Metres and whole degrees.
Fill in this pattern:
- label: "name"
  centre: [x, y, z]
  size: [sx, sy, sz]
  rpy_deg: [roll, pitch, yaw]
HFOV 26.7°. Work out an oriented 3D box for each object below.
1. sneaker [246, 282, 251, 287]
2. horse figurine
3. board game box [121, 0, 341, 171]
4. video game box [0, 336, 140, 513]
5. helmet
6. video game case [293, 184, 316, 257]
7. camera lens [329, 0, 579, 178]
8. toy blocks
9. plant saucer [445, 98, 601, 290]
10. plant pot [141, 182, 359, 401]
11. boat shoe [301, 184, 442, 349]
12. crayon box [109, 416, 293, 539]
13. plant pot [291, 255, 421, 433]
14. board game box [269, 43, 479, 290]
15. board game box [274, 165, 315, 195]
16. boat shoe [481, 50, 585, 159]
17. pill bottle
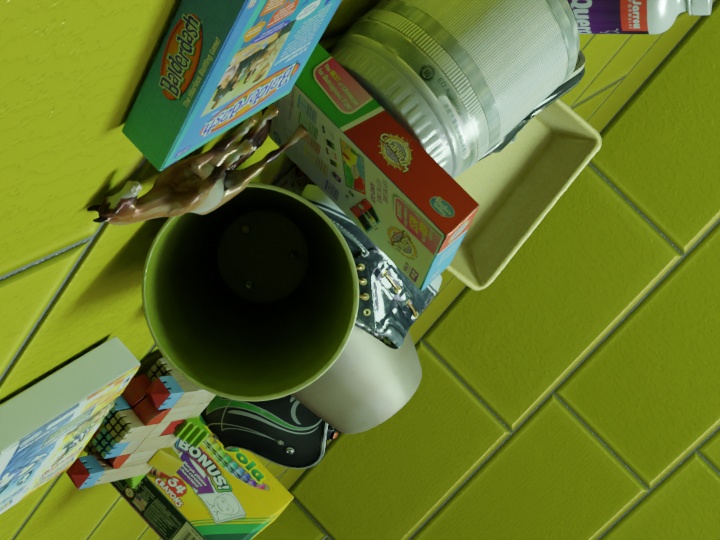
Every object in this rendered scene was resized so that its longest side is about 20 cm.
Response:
- label: "sneaker"
  centre: [-0.139, 0.045, 1.560]
  size: [0.070, 0.093, 0.200]
  rpy_deg: [-48, 171, 19]
- label: "horse figurine"
  centre: [-0.118, -0.081, 1.205]
  size: [0.132, 0.050, 0.200]
  rpy_deg: [-35, -179, 19]
- label: "board game box"
  centre: [-0.071, -0.172, 1.038]
  size: [0.152, 0.045, 0.200]
  rpy_deg: [-38, 168, -43]
- label: "video game box"
  centre: [-0.319, 0.167, 1.444]
  size: [0.182, 0.047, 0.200]
  rpy_deg: [-49, 171, 37]
- label: "helmet"
  centre: [-0.103, 0.128, 1.809]
  size: [0.200, 0.189, 0.202]
  rpy_deg: [17, 90, -77]
- label: "video game case"
  centre: [-0.003, -0.097, 1.569]
  size: [0.143, 0.019, 0.200]
  rpy_deg: [-42, 169, -24]
- label: "camera lens"
  centre: [0.079, -0.182, 1.319]
  size: [0.200, 0.160, 0.160]
  rpy_deg: [-42, 171, -19]
- label: "toy blocks"
  centre: [-0.247, 0.166, 1.673]
  size: [0.200, 0.100, 0.136]
  rpy_deg: [-48, 160, 20]
- label: "plant saucer"
  centre: [0.104, -0.113, 1.491]
  size: [0.200, 0.199, 0.048]
  rpy_deg: [-51, -155, 6]
- label: "plant pot"
  centre: [-0.093, 0.004, 1.386]
  size: [0.187, 0.187, 0.200]
  rpy_deg: [-46, -174, 7]
- label: "boat shoe"
  centre: [0.000, 0.000, 1.489]
  size: [0.200, 0.071, 0.091]
  rpy_deg: [38, 76, -39]
- label: "crayon box"
  centre: [-0.206, 0.261, 1.890]
  size: [0.058, 0.200, 0.172]
  rpy_deg: [-50, 170, 32]
- label: "plant pot"
  centre: [-0.027, 0.075, 1.644]
  size: [0.199, 0.174, 0.200]
  rpy_deg: [-30, -158, 13]
- label: "board game box"
  centre: [0.006, -0.086, 1.286]
  size: [0.040, 0.200, 0.153]
  rpy_deg: [-42, 172, -16]
- label: "board game box"
  centre: [-0.033, -0.099, 1.595]
  size: [0.200, 0.034, 0.135]
  rpy_deg: [-43, 171, -16]
- label: "boat shoe"
  centre: [0.124, -0.148, 1.428]
  size: [0.199, 0.072, 0.068]
  rpy_deg: [-31, 138, -6]
- label: "pill bottle"
  centre: [0.226, -0.277, 1.413]
  size: [0.112, 0.198, 0.114]
  rpy_deg: [3, 90, -74]
